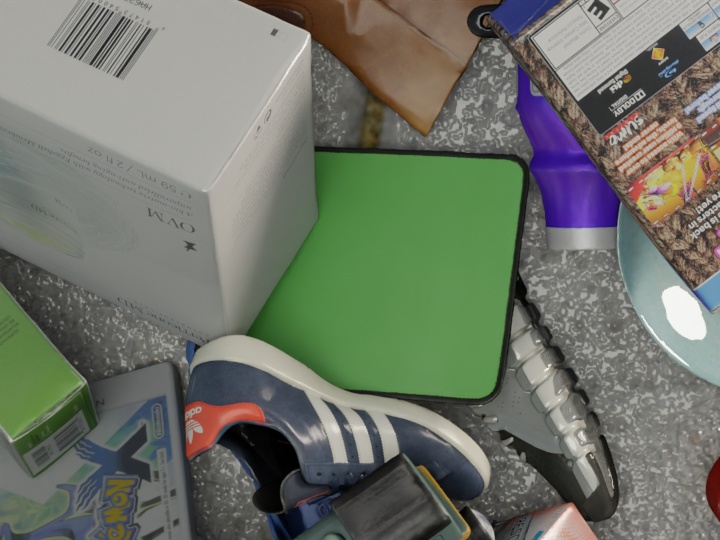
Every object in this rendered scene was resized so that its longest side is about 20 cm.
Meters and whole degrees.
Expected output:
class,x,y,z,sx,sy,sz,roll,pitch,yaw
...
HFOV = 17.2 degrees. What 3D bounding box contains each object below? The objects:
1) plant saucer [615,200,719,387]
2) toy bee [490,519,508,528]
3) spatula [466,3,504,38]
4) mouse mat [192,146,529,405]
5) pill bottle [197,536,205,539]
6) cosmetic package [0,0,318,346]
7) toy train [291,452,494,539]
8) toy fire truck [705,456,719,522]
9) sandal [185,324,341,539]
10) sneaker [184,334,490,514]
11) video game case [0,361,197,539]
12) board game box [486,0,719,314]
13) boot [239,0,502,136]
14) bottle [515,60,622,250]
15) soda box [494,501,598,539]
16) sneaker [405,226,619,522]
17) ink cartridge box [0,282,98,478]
class,x,y,z,sx,sy,sz,roll,pitch,yaw
plant saucer,0.254,-0.024,1.453,0.201,0.039,0.201,0,99,0
toy bee,0.019,0.239,1.467,0.131,0.109,0.200,27,103,-5
spatula,0.162,-0.148,1.407,0.200,0.021,0.057,0,96,-7
mouse mat,0.000,0.000,1.459,0.200,0.008,0.161,4,73,17
pill bottle,-0.171,0.249,1.493,0.200,0.109,0.109,-23,92,7
cosmetic package,-0.139,-0.077,1.390,0.199,0.200,0.123,25,65,14
toy train,-0.015,0.191,1.384,0.200,0.114,0.085,-34,50,-3
toy fire truck,0.319,0.148,1.432,0.200,0.112,0.168,-45,122,9
sandal,-0.044,0.114,1.481,0.079,0.087,0.200,-33,89,10
sneaker,-0.017,0.114,1.417,0.200,0.075,0.085,22,60,-16
video game case,-0.191,0.162,1.471,0.182,0.022,0.200,-16,52,7
board game box,0.197,-0.108,1.358,0.159,0.097,0.200,-37,105,4
boot,-0.037,-0.148,1.483,0.200,0.068,0.188,35,90,-5
bottle,0.136,-0.113,1.451,0.083,0.065,0.200,-2,95,0
soda box,0.146,0.242,1.452,0.064,0.068,0.200,-24,104,49
sneaker,0.074,0.081,1.478,0.115,0.075,0.200,-28,81,13
ink cartridge box,-0.247,0.027,1.463,0.059,0.104,0.200,-39,78,-12
